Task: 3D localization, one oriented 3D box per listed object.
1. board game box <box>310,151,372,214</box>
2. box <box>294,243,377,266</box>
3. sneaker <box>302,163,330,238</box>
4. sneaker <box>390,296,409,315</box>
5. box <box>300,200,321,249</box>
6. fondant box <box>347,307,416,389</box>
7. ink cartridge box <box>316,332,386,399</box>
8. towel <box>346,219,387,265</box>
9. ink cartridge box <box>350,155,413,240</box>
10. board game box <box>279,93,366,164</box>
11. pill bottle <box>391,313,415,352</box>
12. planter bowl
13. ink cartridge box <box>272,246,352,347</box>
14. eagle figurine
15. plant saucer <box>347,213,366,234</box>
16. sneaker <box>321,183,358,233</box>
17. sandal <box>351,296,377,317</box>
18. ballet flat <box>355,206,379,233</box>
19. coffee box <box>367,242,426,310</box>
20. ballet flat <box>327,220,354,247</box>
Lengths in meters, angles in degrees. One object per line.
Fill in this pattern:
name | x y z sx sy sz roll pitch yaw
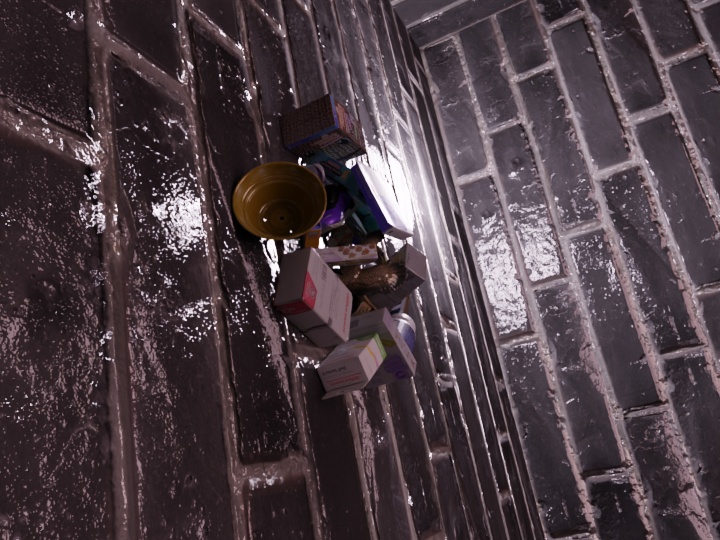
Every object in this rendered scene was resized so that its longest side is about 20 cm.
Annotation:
board game box | -0.030 -0.235 1.694 0.151 0.047 0.200 36 -1 38
box | -0.059 -0.033 1.474 0.041 0.199 0.039 119 -36 -66
sneaker | -0.134 -0.181 1.608 0.087 0.074 0.201 -6 84 -36
sneaker | 0.098 0.089 1.948 0.070 0.108 0.201 -39 140 -70
box | -0.123 -0.117 1.452 0.200 0.041 0.119 102 -21 -68
fondant box | 0.040 0.204 1.581 0.200 0.144 0.058 60 23 -28
ink cartridge box | -0.024 0.222 1.443 0.067 0.117 0.200 68 21 -7
towel | 0.001 -0.080 1.707 0.200 0.023 0.144 41 -9 23
ink cartridge box | 0.046 -0.177 1.549 0.199 0.043 0.200 64 17 16
board game box | -0.100 -0.373 1.685 0.200 0.159 0.097 24 51 -62
pill bottle | 0.098 0.209 1.762 0.116 0.115 0.200 66 22 -16
planter bowl | -0.173 -0.132 1.332 0.084 0.200 0.201 97 -13 -63
ink cartridge box | -0.104 0.066 1.409 0.200 0.083 0.147 51 34 -44
eagle figurine | 0.000 -0.006 1.572 0.152 0.200 0.151 32 44 -56
plant saucer | -0.031 -0.161 1.789 0.200 0.027 0.200 53 6 -8
sneaker | -0.076 -0.163 1.543 0.100 0.069 0.200 63 26 -14
sandal | 0.003 0.115 1.695 0.078 0.069 0.212 102 -29 -49
ballet flat | 0.034 -0.147 1.787 0.068 0.068 0.200 60 2 -41
coffee box | 0.096 0.029 1.772 0.080 0.200 0.115 35 36 -18
ballet flat | -0.062 -0.091 1.662 0.071 0.065 0.200 48 -9 3
